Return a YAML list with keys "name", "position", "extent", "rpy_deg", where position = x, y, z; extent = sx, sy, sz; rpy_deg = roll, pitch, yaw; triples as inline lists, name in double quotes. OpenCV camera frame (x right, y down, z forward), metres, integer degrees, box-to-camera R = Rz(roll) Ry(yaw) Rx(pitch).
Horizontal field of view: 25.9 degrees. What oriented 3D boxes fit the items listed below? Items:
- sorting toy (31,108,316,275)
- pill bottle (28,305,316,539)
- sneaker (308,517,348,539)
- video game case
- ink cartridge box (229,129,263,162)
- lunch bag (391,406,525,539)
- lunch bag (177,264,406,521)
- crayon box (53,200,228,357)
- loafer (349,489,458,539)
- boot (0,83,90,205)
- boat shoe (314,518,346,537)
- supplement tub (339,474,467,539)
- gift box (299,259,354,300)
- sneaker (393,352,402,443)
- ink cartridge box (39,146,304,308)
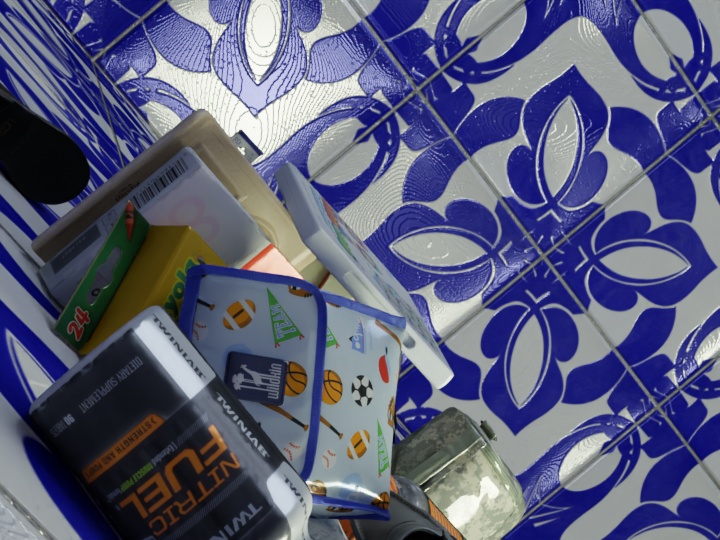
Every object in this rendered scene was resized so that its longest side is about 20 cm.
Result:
- name: "sorting toy"
  position: [-0.156, -0.021, 1.338]
  extent: [0.200, 0.185, 0.037]
  rpy_deg: [52, 0, -39]
- name: "pill bottle"
  position: [-0.101, 0.129, 0.953]
  extent: [0.200, 0.106, 0.106]
  rpy_deg: [50, 1, -2]
- name: "sneaker"
  position: [0.000, 0.280, 1.231]
  extent: [0.200, 0.074, 0.118]
  rpy_deg: [44, -13, 11]
- name: "video game case"
  position: [0.000, 0.000, 1.374]
  extent: [0.182, 0.024, 0.200]
  rpy_deg: [48, 6, -21]
- name: "ink cartridge box"
  position: [-0.184, -0.068, 1.445]
  extent: [0.039, 0.200, 0.099]
  rpy_deg: [51, 0, 13]
- name: "lunch bag"
  position: [0.058, 0.234, 1.577]
  extent: [0.140, 0.199, 0.168]
  rpy_deg: [53, -4, 24]
- name: "lunch bag"
  position: [-0.063, 0.098, 1.200]
  extent: [0.123, 0.171, 0.199]
  rpy_deg: [-9, -22, 42]
- name: "crayon box"
  position: [-0.140, 0.054, 1.240]
  extent: [0.051, 0.128, 0.200]
  rpy_deg: [2, -34, 40]
- name: "loafer"
  position: [0.048, 0.224, 1.238]
  extent: [0.200, 0.070, 0.070]
  rpy_deg: [36, -23, 50]
- name: "boot"
  position: [-0.346, -0.166, 1.484]
  extent: [0.200, 0.069, 0.174]
  rpy_deg: [47, 4, -44]
- name: "boat shoe"
  position: [0.005, 0.279, 1.320]
  extent: [0.202, 0.065, 0.074]
  rpy_deg: [51, 1, -6]
- name: "supplement tub"
  position: [0.038, 0.271, 1.430]
  extent: [0.200, 0.122, 0.123]
  rpy_deg: [50, 2, -30]
- name: "gift box"
  position: [-0.107, 0.049, 1.495]
  extent: [0.186, 0.201, 0.185]
  rpy_deg: [35, 6, -1]
- name: "sneaker"
  position: [0.016, 0.113, 1.592]
  extent: [0.075, 0.088, 0.200]
  rpy_deg: [20, -28, 5]
- name: "ink cartridge box"
  position: [-0.144, 0.016, 1.312]
  extent: [0.200, 0.162, 0.057]
  rpy_deg: [50, 2, -33]
